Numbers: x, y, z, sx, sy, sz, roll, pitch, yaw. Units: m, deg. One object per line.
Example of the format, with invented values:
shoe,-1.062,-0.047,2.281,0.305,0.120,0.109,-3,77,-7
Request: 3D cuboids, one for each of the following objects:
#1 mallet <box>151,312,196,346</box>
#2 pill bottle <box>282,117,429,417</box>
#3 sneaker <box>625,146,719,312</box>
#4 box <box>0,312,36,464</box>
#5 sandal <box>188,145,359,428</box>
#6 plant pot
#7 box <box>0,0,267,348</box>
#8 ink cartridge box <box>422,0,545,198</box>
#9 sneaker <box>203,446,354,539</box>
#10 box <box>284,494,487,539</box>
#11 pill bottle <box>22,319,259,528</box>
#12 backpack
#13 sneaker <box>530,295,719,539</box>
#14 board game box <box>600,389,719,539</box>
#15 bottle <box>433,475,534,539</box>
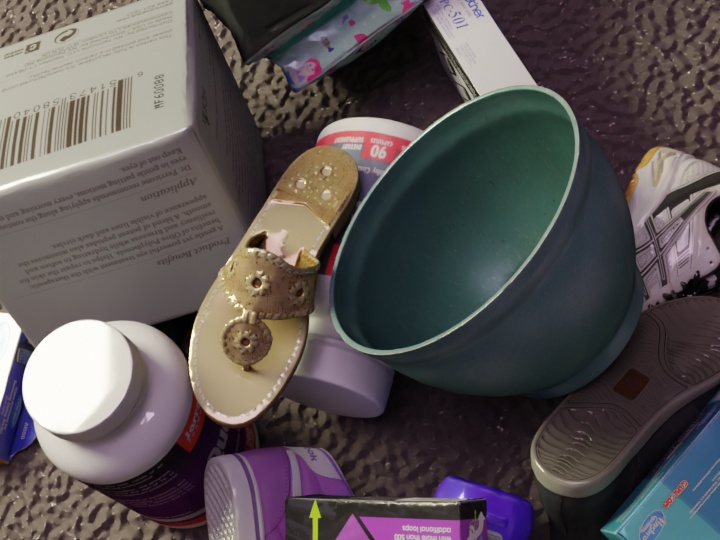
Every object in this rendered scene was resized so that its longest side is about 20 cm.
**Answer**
mallet,-0.219,0.012,1.011,0.200,0.041,0.066,23,73,28
pill bottle,0.000,0.000,0.903,0.119,0.120,0.200,8,69,19
sneaker,0.212,0.004,0.864,0.088,0.076,0.200,21,74,24
box,-0.348,0.092,1.008,0.200,0.041,0.119,2,67,19
sandal,-0.060,-0.006,0.800,0.078,0.070,0.212,18,65,13
plant pot,0.098,0.000,0.785,0.200,0.134,0.200,-35,34,28
box,-0.187,-0.077,0.938,0.199,0.171,0.200,-17,43,8
ink cartridge box,0.116,-0.121,0.939,0.044,0.094,0.200,-29,62,2
sneaker,-0.042,0.221,0.841,0.073,0.114,0.201,2,94,57
box,0.015,0.241,0.752,0.143,0.036,0.200,-8,81,39
pill bottle,-0.152,0.106,0.852,0.112,0.200,0.113,-6,65,13
backpack,-0.034,-0.247,0.995,0.177,0.151,0.200,-34,21,10
sneaker,0.188,0.103,0.824,0.200,0.106,0.075,-36,51,-23
board game box,0.274,0.172,0.748,0.200,0.047,0.151,42,82,6
bottle,0.056,0.238,0.796,0.065,0.084,0.200,18,84,-3
